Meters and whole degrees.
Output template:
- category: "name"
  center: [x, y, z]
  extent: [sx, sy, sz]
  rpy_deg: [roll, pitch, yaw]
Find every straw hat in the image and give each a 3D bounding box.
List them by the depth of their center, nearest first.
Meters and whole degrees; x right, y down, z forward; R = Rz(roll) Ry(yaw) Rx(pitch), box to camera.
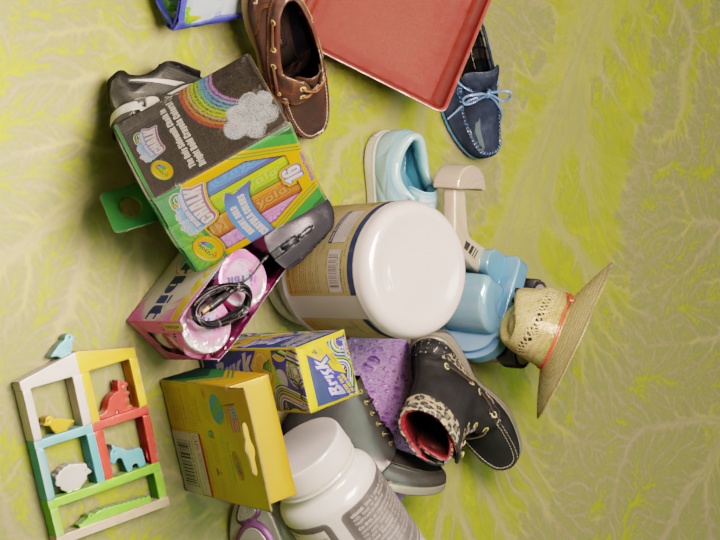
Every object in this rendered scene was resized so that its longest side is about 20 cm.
- category: "straw hat"
  center: [0.204, 0.061, 1.637]
  extent: [0.085, 0.201, 0.202]
  rpy_deg: [25, 70, 6]

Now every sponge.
- category: "sponge"
  center: [0.031, 0.158, 1.682]
  extent: [0.111, 0.030, 0.201]
  rpy_deg: [-32, 106, -32]

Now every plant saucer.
- category: "plant saucer"
  center: [0.039, -0.302, 1.670]
  extent: [0.199, 0.037, 0.200]
  rpy_deg: [26, 72, -9]

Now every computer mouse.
- category: "computer mouse"
  center: [-0.093, -0.010, 1.458]
  extent: [0.200, 0.034, 0.059]
  rpy_deg: [-47, 115, -27]

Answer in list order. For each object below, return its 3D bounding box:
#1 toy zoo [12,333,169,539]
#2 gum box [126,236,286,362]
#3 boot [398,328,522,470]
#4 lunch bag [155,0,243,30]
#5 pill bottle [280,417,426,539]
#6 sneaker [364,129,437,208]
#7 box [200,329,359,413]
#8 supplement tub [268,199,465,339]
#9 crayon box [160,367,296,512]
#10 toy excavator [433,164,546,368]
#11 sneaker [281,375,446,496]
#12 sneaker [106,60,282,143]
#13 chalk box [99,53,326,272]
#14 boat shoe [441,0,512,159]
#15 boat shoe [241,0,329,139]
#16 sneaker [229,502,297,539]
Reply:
- category: "toy zoo"
  center: [-0.273, 0.161, 1.468]
  extent: [0.131, 0.020, 0.201]
  rpy_deg: [-15, 97, -35]
- category: "gum box"
  center: [-0.145, 0.006, 1.511]
  extent: [0.066, 0.113, 0.200]
  rpy_deg: [47, 64, -25]
- category: "boot"
  center: [0.110, 0.182, 1.643]
  extent: [0.204, 0.073, 0.154]
  rpy_deg: [55, 26, -21]
- category: "lunch bag"
  center: [-0.144, -0.363, 1.531]
  extent: [0.170, 0.127, 0.201]
  rpy_deg: [-19, 113, -37]
- category: "pill bottle"
  center: [-0.014, 0.260, 1.529]
  extent: [0.114, 0.114, 0.200]
  rpy_deg: [-44, 115, -29]
- category: "sneaker"
  center: [0.054, -0.065, 1.676]
  extent: [0.074, 0.082, 0.201]
  rpy_deg: [-14, 96, -34]
- category: "box"
  center: [-0.088, 0.103, 1.494]
  extent: [0.064, 0.200, 0.070]
  rpy_deg: [-17, 97, -34]
- category: "supplement tub"
  center: [0.000, 0.000, 1.561]
  extent: [0.144, 0.200, 0.145]
  rpy_deg: [0, 89, -37]
- category: "crayon box"
  center: [-0.128, 0.167, 1.460]
  extent: [0.051, 0.200, 0.128]
  rpy_deg: [-15, 97, -29]
- category: "toy excavator"
  center: [0.133, -0.001, 1.682]
  extent: [0.200, 0.100, 0.195]
  rpy_deg: [36, 66, -50]
- category: "sneaker"
  center: [0.016, 0.178, 1.606]
  extent: [0.199, 0.075, 0.107]
  rpy_deg: [18, 94, -17]
- category: "sneaker"
  center: [-0.175, -0.181, 1.514]
  extent: [0.199, 0.067, 0.091]
  rpy_deg: [-5, 57, -31]
- category: "chalk box"
  center: [-0.158, -0.094, 1.441]
  extent: [0.199, 0.125, 0.124]
  rpy_deg: [-29, 140, -2]
- category: "boat shoe"
  center: [0.130, -0.231, 1.746]
  extent: [0.084, 0.069, 0.201]
  rpy_deg: [-27, 103, -33]
- category: "boat shoe"
  center: [-0.072, -0.218, 1.562]
  extent: [0.070, 0.070, 0.200]
  rpy_deg: [-41, 136, -21]
- category: "sneaker"
  center: [-0.075, 0.314, 1.586]
  extent: [0.100, 0.075, 0.201]
  rpy_deg: [-42, 112, -50]
